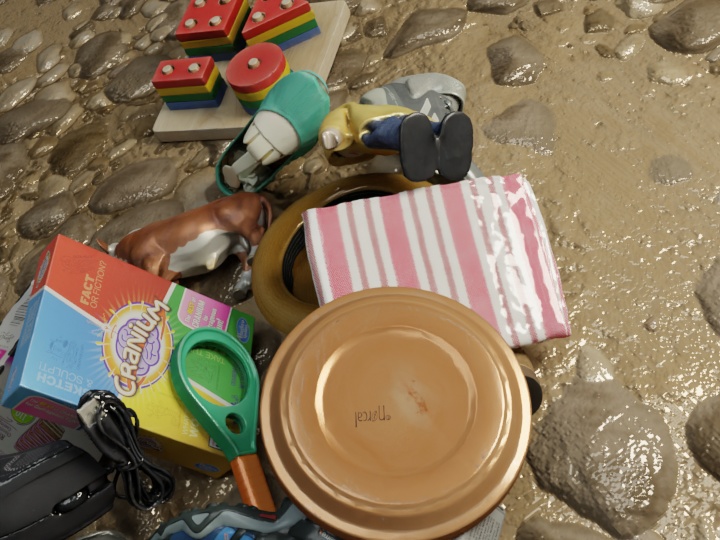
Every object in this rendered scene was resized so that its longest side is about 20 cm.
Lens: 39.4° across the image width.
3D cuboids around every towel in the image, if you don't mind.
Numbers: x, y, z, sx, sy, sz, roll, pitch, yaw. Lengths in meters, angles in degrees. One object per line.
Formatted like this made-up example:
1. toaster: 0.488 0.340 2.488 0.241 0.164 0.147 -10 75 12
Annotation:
1. towel: 0.060 0.004 0.820 0.199 0.030 0.147 -10 70 -7

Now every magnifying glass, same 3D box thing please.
1. magnifying glass: -0.104 0.138 0.844 0.022 0.079 0.201 -41 61 40

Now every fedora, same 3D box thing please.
1. fedora: 0.000 0.000 0.909 0.199 0.082 0.201 -11 45 12

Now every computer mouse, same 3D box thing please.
1. computer mouse: -0.259 0.180 0.796 0.199 0.139 0.053 -19 38 2

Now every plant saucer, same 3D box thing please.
1. plant saucer: 0.025 0.099 0.732 0.199 0.032 0.201 -1 59 1

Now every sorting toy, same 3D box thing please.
1. sorting toy: -0.135 -0.251 1.171 0.198 0.070 0.201 1 55 24

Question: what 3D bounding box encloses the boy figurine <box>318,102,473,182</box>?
1. boy figurine: 0.014 -0.118 0.902 0.124 0.065 0.200 -6 11 -28

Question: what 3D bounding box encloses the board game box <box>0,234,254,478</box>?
1. board game box: -0.190 0.075 0.865 0.040 0.199 0.154 -38 38 40

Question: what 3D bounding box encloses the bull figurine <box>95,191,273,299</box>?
1. bull figurine: -0.178 -0.014 1.010 0.199 0.065 0.122 -25 50 6

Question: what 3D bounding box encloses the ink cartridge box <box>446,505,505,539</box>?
1. ink cartridge box: 0.002 0.255 0.738 0.173 0.044 0.201 -10 48 45

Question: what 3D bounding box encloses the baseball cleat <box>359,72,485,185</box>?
1. baseball cleat: 0.080 -0.142 0.993 0.106 0.070 0.200 -34 52 -13

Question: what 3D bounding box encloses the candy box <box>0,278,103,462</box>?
1. candy box: -0.289 0.127 0.897 0.061 0.136 0.201 3 53 45

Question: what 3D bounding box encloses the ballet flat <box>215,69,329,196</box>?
1. ballet flat: -0.092 -0.122 0.995 0.070 0.067 0.200 -51 7 -33

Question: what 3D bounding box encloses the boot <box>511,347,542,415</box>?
1. boot: 0.045 0.105 0.827 0.199 0.074 0.076 -15 35 4

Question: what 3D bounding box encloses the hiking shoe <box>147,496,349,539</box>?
1. hiking shoe: -0.081 0.219 0.745 0.199 0.074 0.087 -17 58 25

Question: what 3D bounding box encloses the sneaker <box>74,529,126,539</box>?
1. sneaker: -0.252 0.294 0.792 0.200 0.074 0.088 -40 53 -22
